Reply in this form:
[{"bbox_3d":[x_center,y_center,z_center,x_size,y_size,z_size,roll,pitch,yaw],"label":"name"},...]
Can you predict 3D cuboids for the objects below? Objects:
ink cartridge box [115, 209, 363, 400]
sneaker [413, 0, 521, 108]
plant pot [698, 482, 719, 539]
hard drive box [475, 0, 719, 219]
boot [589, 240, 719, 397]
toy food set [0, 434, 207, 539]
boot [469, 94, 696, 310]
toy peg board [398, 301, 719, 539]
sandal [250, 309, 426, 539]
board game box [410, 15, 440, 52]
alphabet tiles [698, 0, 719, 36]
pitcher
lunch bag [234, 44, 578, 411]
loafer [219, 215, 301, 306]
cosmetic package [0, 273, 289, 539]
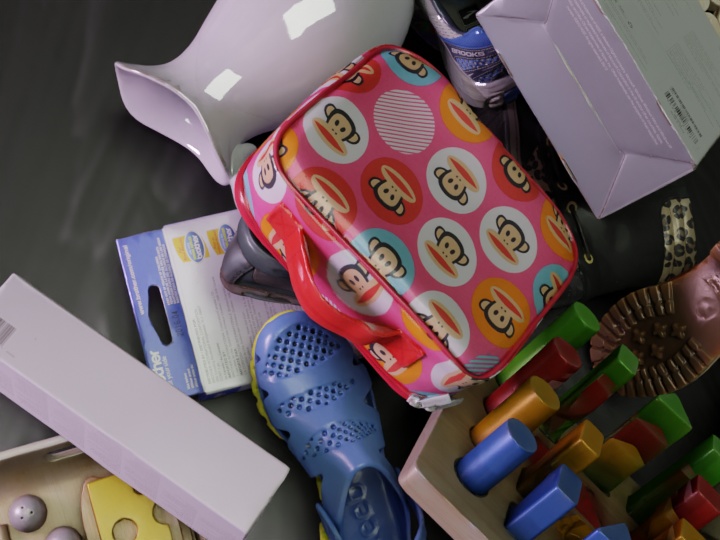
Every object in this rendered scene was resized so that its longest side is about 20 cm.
[{"bbox_3d":[-0.061,0.015,0.757,0.198,0.042,0.121,-13,80,-20],"label":"ink cartridge box"},{"bbox_3d":[0.064,-0.217,0.789,0.077,0.085,0.201,-30,63,-2],"label":"sneaker"},{"bbox_3d":[0.334,0.139,0.771,0.187,0.187,0.200,42,82,-1],"label":"plant pot"},{"bbox_3d":[0.183,-0.146,0.749,0.157,0.076,0.200,58,36,-3],"label":"hard drive box"},{"bbox_3d":[0.258,0.026,0.782,0.107,0.200,0.076,-11,68,-48],"label":"boot"},{"bbox_3d":[-0.150,0.197,0.675,0.142,0.060,0.202,-15,80,-18],"label":"toy food set"},{"bbox_3d":[0.165,-0.066,0.823,0.149,0.073,0.202,-2,67,-21],"label":"boot"},{"bbox_3d":[0.149,0.128,0.696,0.200,0.098,0.199,44,27,0],"label":"toy peg board"},{"bbox_3d":[-0.008,0.118,0.700,0.079,0.087,0.202,-27,96,-15],"label":"sandal"},{"bbox_3d":[0.112,-0.261,0.874,0.157,0.039,0.201,33,70,-5],"label":"board game box"},{"bbox_3d":[0.245,-0.201,0.888,0.198,0.015,0.198,-19,88,-27],"label":"alphabet tiles"},{"bbox_3d":[-0.043,-0.135,0.759,0.200,0.121,0.172,-41,87,-17],"label":"pitcher"},{"bbox_3d":[0.026,-0.022,0.661,0.200,0.082,0.176,48,52,-5],"label":"lunch bag"},{"bbox_3d":[0.000,0.000,0.732,0.198,0.063,0.073,12,51,-29],"label":"loafer"},{"bbox_3d":[-0.140,0.089,0.653,0.199,0.083,0.051,35,62,3],"label":"cosmetic package"}]
